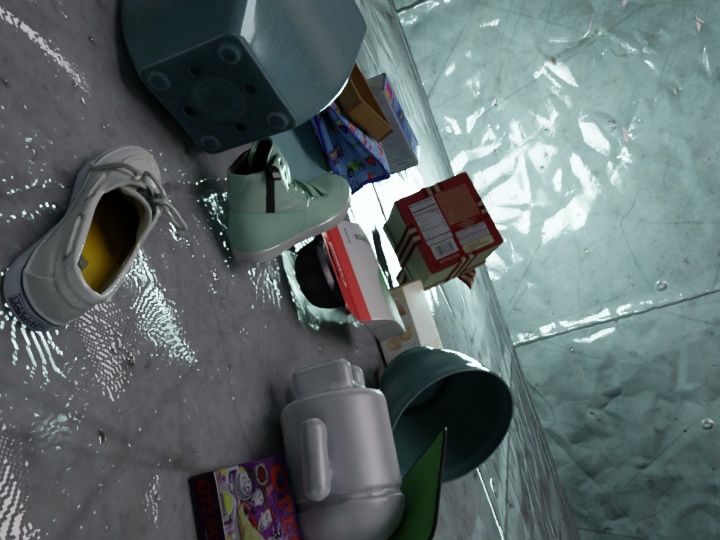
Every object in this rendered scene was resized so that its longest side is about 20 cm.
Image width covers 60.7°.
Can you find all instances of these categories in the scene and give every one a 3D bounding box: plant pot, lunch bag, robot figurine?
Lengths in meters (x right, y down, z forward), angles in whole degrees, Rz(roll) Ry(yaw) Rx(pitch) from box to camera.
[{"bbox_3d":[-0.126,-0.240,0.639,0.196,0.196,0.200,53,34,-45],"label":"plant pot"},{"bbox_3d":[-0.041,-0.244,1.002,0.200,0.094,0.151,56,14,-37],"label":"lunch bag"},{"bbox_3d":[0.107,0.197,0.916,0.201,0.200,0.134,60,-6,-32],"label":"plant pot"},{"bbox_3d":[-0.019,0.195,0.626,0.170,0.113,0.200,39,36,-61],"label":"robot figurine"}]

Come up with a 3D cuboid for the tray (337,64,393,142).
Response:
[{"bbox_3d":[-0.019,-0.307,1.007,0.099,0.037,0.200,28,31,-52],"label":"tray"}]

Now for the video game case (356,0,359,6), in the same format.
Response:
[{"bbox_3d":[-0.047,-0.434,1.136,0.182,0.022,0.201,-26,128,-73],"label":"video game case"}]

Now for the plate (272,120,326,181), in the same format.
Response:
[{"bbox_3d":[-0.105,-0.194,0.904,0.200,0.026,0.200,55,25,-41],"label":"plate"}]

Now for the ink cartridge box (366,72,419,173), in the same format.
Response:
[{"bbox_3d":[0.026,-0.250,1.165,0.200,0.136,0.076,59,27,-35],"label":"ink cartridge box"}]

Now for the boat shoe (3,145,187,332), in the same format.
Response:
[{"bbox_3d":[-0.173,-0.043,0.452,0.202,0.086,0.075,-81,147,-55],"label":"boat shoe"}]

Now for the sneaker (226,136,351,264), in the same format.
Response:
[{"bbox_3d":[-0.072,-0.100,0.692,0.200,0.074,0.118,-41,139,-48],"label":"sneaker"}]

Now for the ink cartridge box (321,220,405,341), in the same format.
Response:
[{"bbox_3d":[0.000,0.000,0.843,0.200,0.050,0.161,59,10,-68],"label":"ink cartridge box"}]

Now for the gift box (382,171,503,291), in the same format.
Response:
[{"bbox_3d":[0.154,-0.051,1.214,0.187,0.184,0.200,110,-40,-75],"label":"gift box"}]

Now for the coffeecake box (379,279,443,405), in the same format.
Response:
[{"bbox_3d":[0.091,0.126,1.084,0.153,0.073,0.200,-13,85,-73],"label":"coffeecake box"}]

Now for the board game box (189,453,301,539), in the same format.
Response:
[{"bbox_3d":[-0.082,0.264,0.517,0.120,0.032,0.201,30,44,-70],"label":"board game box"}]

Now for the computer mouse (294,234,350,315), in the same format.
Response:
[{"bbox_3d":[-0.051,0.009,0.833,0.200,0.053,0.139,-48,117,-84],"label":"computer mouse"}]

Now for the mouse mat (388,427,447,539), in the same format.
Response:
[{"bbox_3d":[0.031,0.269,0.625,0.008,0.200,0.161,30,24,-1],"label":"mouse mat"}]
